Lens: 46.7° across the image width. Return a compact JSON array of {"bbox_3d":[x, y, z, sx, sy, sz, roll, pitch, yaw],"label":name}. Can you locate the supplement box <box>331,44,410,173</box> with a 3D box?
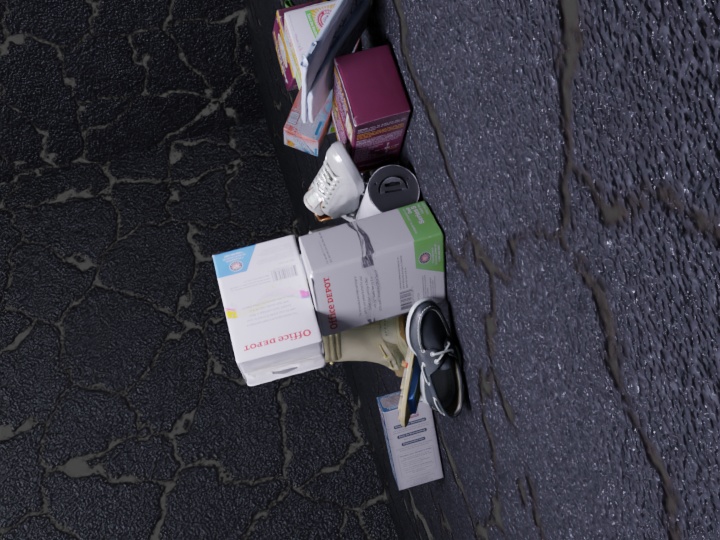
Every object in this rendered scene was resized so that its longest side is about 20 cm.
[{"bbox_3d":[0.011,-0.235,1.254,0.200,0.085,0.111,103,151,-76],"label":"supplement box"}]

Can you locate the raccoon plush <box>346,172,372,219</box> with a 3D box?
[{"bbox_3d":[0.023,-0.153,1.487,0.097,0.133,0.202,-49,-24,-81],"label":"raccoon plush"}]

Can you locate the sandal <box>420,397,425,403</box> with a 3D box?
[{"bbox_3d":[0.118,0.207,1.499,0.203,0.049,0.083,-128,24,-71],"label":"sandal"}]

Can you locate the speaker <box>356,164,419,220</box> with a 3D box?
[{"bbox_3d":[0.040,-0.104,1.331,0.200,0.081,0.082,121,133,-79],"label":"speaker"}]

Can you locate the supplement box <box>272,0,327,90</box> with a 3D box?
[{"bbox_3d":[-0.108,-0.443,1.651,0.200,0.102,0.132,-157,51,-81],"label":"supplement box"}]

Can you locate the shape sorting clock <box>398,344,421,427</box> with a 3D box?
[{"bbox_3d":[0.088,0.158,1.381,0.200,0.039,0.202,14,-90,-79],"label":"shape sorting clock"}]

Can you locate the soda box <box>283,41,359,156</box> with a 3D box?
[{"bbox_3d":[-0.064,-0.295,1.379,0.068,0.063,0.201,106,-175,-76],"label":"soda box"}]

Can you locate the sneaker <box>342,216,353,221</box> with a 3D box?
[{"bbox_3d":[-0.013,-0.143,1.688,0.079,0.079,0.200,26,-169,-37],"label":"sneaker"}]

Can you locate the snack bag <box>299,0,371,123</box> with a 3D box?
[{"bbox_3d":[-0.034,-0.323,1.193,0.190,0.021,0.200,-61,-3,-12],"label":"snack bag"}]

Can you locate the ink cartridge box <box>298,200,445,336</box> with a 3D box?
[{"bbox_3d":[0.019,-0.001,1.233,0.146,0.198,0.084,83,169,-46],"label":"ink cartridge box"}]

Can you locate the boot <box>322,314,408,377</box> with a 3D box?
[{"bbox_3d":[0.014,0.141,1.480,0.200,0.154,0.073,74,-168,-63],"label":"boot"}]

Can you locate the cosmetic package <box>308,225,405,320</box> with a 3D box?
[{"bbox_3d":[0.000,0.000,1.433,0.199,0.071,0.106,24,118,38],"label":"cosmetic package"}]

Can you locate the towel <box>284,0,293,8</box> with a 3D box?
[{"bbox_3d":[-0.156,-0.552,2.063,0.149,0.030,0.201,-117,14,-55],"label":"towel"}]

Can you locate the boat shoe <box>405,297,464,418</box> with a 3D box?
[{"bbox_3d":[0.121,0.135,1.269,0.060,0.075,0.201,36,149,53],"label":"boat shoe"}]

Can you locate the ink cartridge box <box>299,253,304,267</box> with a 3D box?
[{"bbox_3d":[-0.018,0.010,1.542,0.043,0.199,0.197,53,-169,-47],"label":"ink cartridge box"}]

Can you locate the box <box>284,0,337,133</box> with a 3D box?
[{"bbox_3d":[-0.063,-0.359,1.488,0.113,0.101,0.202,121,133,-80],"label":"box"}]

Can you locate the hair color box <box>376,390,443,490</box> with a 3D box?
[{"bbox_3d":[0.102,0.340,1.693,0.061,0.099,0.201,-117,14,-62],"label":"hair color box"}]

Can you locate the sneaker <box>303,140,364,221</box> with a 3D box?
[{"bbox_3d":[-0.045,-0.126,1.293,0.073,0.084,0.200,58,169,18],"label":"sneaker"}]

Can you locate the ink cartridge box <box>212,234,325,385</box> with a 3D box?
[{"bbox_3d":[-0.132,0.074,1.254,0.125,0.127,0.201,89,167,-67],"label":"ink cartridge box"}]
